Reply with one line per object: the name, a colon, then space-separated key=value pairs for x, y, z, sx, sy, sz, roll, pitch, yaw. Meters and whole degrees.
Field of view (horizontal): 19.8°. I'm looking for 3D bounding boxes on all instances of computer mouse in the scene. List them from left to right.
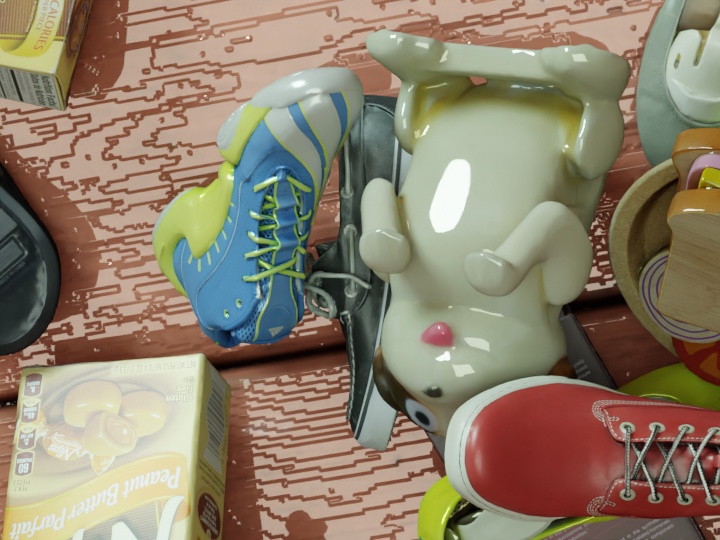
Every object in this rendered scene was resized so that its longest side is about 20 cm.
computer mouse: x=-0.238 y=-0.041 z=1.203 sx=0.138 sy=0.053 sz=0.201 roll=-34 pitch=83 yaw=6

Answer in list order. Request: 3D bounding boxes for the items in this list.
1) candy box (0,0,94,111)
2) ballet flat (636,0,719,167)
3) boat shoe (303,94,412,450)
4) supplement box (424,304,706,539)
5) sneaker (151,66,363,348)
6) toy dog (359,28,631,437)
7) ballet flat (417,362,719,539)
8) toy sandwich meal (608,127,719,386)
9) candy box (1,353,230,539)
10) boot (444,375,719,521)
candy box: x=-0.248 y=-0.171 z=1.160 sx=0.198 sy=0.057 sz=0.118 roll=12 pitch=72 yaw=2
ballet flat: x=0.201 y=-0.145 z=1.143 sx=0.067 sy=0.064 sz=0.201 roll=18 pitch=99 yaw=1
boat shoe: x=0.000 y=0.000 z=1.172 sx=0.068 sy=0.074 sz=0.201 roll=6 pitch=98 yaw=-1
supplement box: x=0.124 y=0.132 z=1.187 sx=0.108 sy=0.061 sz=0.201 roll=-29 pitch=95 yaw=6
sneaker: x=-0.042 y=-0.025 z=1.127 sx=0.075 sy=0.200 sz=0.106 roll=-11 pitch=69 yaw=-34
toy dog: x=0.062 y=-0.010 z=1.099 sx=0.138 sy=0.194 sz=0.202 roll=9 pitch=84 yaw=11
ballet flat: x=0.124 y=0.111 z=1.120 sx=0.199 sy=0.067 sz=0.067 roll=-24 pitch=95 yaw=4
toy sandwich meal: x=0.209 y=0.015 z=1.031 sx=0.204 sy=0.070 sz=0.206 roll=17 pitch=141 yaw=14
candy box: x=-0.139 y=0.151 z=1.157 sx=0.115 sy=0.055 sz=0.201 roll=-6 pitch=62 yaw=16
boot: x=0.152 y=0.091 z=1.006 sx=0.199 sy=0.144 sz=0.073 roll=5 pitch=87 yaw=-32
